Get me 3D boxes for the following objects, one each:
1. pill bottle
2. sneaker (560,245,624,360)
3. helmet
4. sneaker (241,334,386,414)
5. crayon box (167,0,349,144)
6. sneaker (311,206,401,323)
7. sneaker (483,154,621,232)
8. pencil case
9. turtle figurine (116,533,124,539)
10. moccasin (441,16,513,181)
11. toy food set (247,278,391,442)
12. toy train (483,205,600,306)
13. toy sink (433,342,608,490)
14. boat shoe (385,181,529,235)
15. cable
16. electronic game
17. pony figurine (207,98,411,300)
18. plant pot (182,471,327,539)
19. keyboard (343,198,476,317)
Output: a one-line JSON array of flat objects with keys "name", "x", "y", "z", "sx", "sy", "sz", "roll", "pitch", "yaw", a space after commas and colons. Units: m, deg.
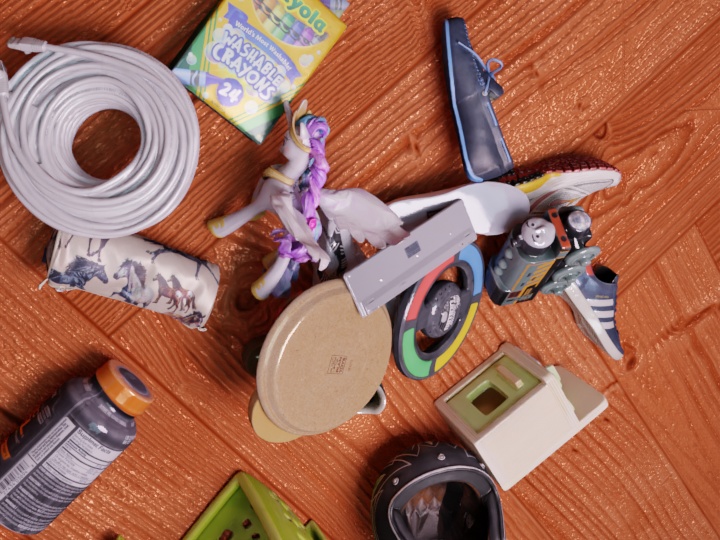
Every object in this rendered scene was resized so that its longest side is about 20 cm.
[{"name": "pill bottle", "x": -0.334, "y": 0.196, "z": 0.843, "sx": 0.200, "sy": 0.106, "sz": 0.106, "roll": -45, "pitch": 117, "yaw": -4}, {"name": "sneaker", "x": 0.359, "y": 0.048, "z": 1.090, "sx": 0.084, "sy": 0.075, "sz": 0.200, "roll": -39, "pitch": 116, "yaw": -1}, {"name": "helmet", "x": 0.104, "y": 0.339, "z": 1.017, "sx": 0.199, "sy": 0.200, "sz": 0.191, "roll": -3, "pitch": 64, "yaw": -21}, {"name": "sneaker", "x": -0.051, "y": 0.139, "z": 0.946, "sx": 0.200, "sy": 0.090, "sz": 0.067, "roll": 19, "pitch": 100, "yaw": -26}, {"name": "crayon box", "x": -0.107, "y": -0.261, "z": 0.817, "sx": 0.126, "sy": 0.052, "sz": 0.200, "roll": 36, "pitch": 91, "yaw": -27}, {"name": "sneaker", "x": 0.000, "y": 0.000, "z": 0.934, "sx": 0.114, "sy": 0.075, "sz": 0.201, "roll": -9, "pitch": 114, "yaw": -20}, {"name": "sneaker", "x": 0.264, "y": -0.107, "z": 1.009, "sx": 0.199, "sy": 0.078, "sz": 0.082, "roll": -14, "pitch": 116, "yaw": -7}, {"name": "pencil case", "x": -0.254, "y": 0.006, "z": 0.829, "sx": 0.199, "sy": 0.078, "sz": 0.090, "roll": 22, "pitch": 97, "yaw": -26}, {"name": "turtle figurine", "x": -0.369, "y": 0.394, "z": 0.915, "sx": 0.161, "sy": 0.064, "sz": 0.201, "roll": -21, "pitch": 113, "yaw": -15}, {"name": "moccasin", "x": 0.145, "y": -0.213, "z": 0.906, "sx": 0.068, "sy": 0.080, "sz": 0.201, "roll": -12, "pitch": 100, "yaw": 5}, {"name": "toy food set", "x": -0.040, "y": 0.103, "z": 0.857, "sx": 0.197, "sy": 0.049, "sz": 0.201, "roll": -11, "pitch": 113, "yaw": -37}, {"name": "toy train", "x": 0.235, "y": -0.016, "z": 0.967, "sx": 0.113, "sy": 0.200, "sz": 0.086, "roll": -12, "pitch": 69, "yaw": -9}, {"name": "toy sink", "x": 0.229, "y": 0.189, "z": 1.053, "sx": 0.200, "sy": 0.130, "sz": 0.112, "roll": -36, "pitch": 116, "yaw": -7}, {"name": "boat shoe", "x": 0.115, "y": -0.077, "z": 0.947, "sx": 0.199, "sy": 0.066, "sz": 0.070, "roll": -11, "pitch": 105, "yaw": -6}, {"name": "cable", "x": -0.265, "y": -0.132, "z": 0.747, "sx": 0.199, "sy": 0.069, "sz": 0.201, "roll": 0, "pitch": 88, "yaw": -7}, {"name": "electronic game", "x": 0.106, "y": 0.051, "z": 0.965, "sx": 0.200, "sy": 0.042, "sz": 0.201, "roll": -32, "pitch": 134, "yaw": -41}, {"name": "pony figurine", "x": -0.069, "y": -0.061, "z": 0.809, "sx": 0.166, "sy": 0.193, "sz": 0.200, "roll": -12, "pitch": 149, "yaw": -50}, {"name": "plant pot", "x": -0.124, "y": 0.421, "z": 0.954, "sx": 0.181, "sy": 0.200, "sz": 0.199, "roll": 40, "pitch": 89, "yaw": -33}, {"name": "keyboard", "x": 0.064, "y": -0.018, "z": 0.867, "sx": 0.200, "sy": 0.011, "sz": 0.056, "roll": -33, "pitch": 102, "yaw": -30}]
